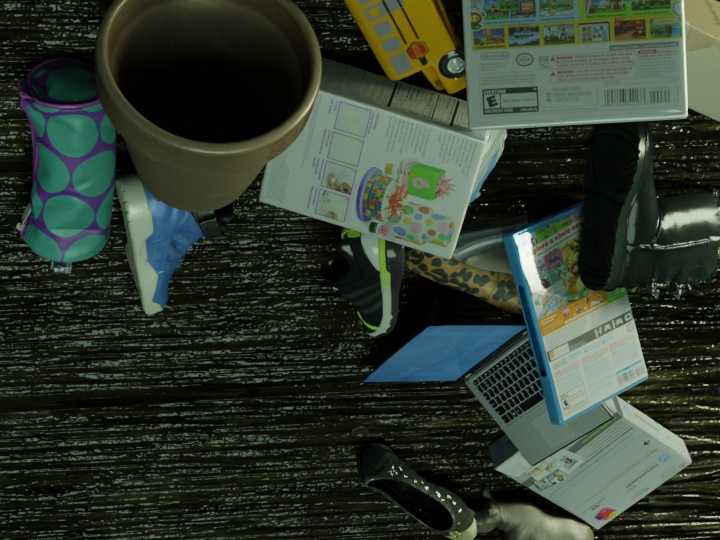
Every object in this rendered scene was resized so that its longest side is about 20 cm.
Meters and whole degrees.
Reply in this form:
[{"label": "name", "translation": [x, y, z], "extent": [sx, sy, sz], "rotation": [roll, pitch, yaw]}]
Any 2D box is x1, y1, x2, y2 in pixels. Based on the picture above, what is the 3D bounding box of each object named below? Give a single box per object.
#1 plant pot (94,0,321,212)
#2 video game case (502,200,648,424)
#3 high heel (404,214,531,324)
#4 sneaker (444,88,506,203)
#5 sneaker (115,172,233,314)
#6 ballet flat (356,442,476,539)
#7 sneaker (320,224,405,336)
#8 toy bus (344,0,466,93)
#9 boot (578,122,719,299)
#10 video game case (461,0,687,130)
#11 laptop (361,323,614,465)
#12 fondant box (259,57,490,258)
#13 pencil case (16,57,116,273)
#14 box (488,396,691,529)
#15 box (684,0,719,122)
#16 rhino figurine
[{"label": "plant pot", "translation": [-0.141, -0.144, 1.576], "extent": [0.198, 0.202, 0.175], "rotation": [-2, 150, -10]}, {"label": "video game case", "translation": [0.223, 0.039, 1.799], "extent": [0.142, 0.018, 0.202], "rotation": [-22, 101, -37]}, {"label": "high heel", "translation": [0.128, 0.020, 1.862], "extent": [0.141, 0.072, 0.201], "rotation": [-10, 136, 11]}, {"label": "sneaker", "translation": [0.117, -0.149, 1.699], "extent": [0.072, 0.072, 0.201], "rotation": [-11, 137, -38]}, {"label": "sneaker", "translation": [-0.176, -0.034, 1.728], "extent": [0.110, 0.077, 0.201], "rotation": [-15, 144, -12]}, {"label": "ballet flat", "translation": [0.064, 0.274, 2.070], "extent": [0.066, 0.057, 0.200], "rotation": [-30, 126, 34]}, {"label": "sneaker", "translation": [0.000, 0.000, 1.790], "extent": [0.082, 0.072, 0.201], "rotation": [2, 149, -2]}, {"label": "toy bus", "translation": [0.034, -0.243, 1.587], "extent": [0.078, 0.065, 0.201], "rotation": [-23, 133, 11]}, {"label": "boot", "translation": [0.308, -0.065, 1.800], "extent": [0.161, 0.073, 0.201], "rotation": [-2, 105, -35]}, {"label": "video game case", "translation": [0.191, -0.223, 1.571], "extent": [0.198, 0.023, 0.184], "rotation": [-2, 97, 9]}, {"label": "laptop", "translation": [0.134, 0.137, 1.881], "extent": [0.116, 0.201, 0.187], "rotation": [-37, 177, -31]}, {"label": "fondant box", "translation": [0.013, -0.109, 1.664], "extent": [0.198, 0.058, 0.145], "rotation": [18, 129, 3]}, {"label": "pencil case", "translation": [-0.276, -0.099, 1.640], "extent": [0.091, 0.085, 0.201], "rotation": [-6, 134, -17]}, {"label": "box", "translation": [0.276, 0.220, 2.089], "extent": [0.199, 0.041, 0.156], "rotation": [32, 120, -33]}, {"label": "box", "translation": [0.323, -0.207, 1.664], "extent": [0.199, 0.095, 0.078], "rotation": [19, 125, -28]}, {"label": "rhino figurine", "translation": [0.198, 0.318, 2.151], "extent": [0.198, 0.060, 0.088], "rotation": [22, 130, -20]}]
